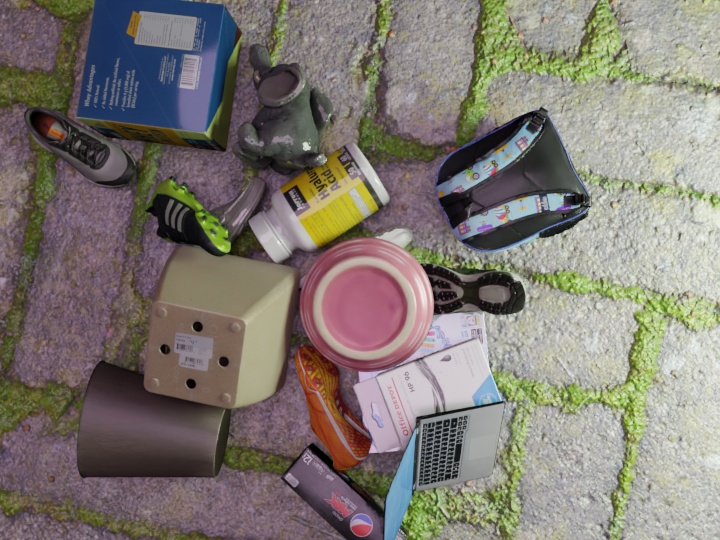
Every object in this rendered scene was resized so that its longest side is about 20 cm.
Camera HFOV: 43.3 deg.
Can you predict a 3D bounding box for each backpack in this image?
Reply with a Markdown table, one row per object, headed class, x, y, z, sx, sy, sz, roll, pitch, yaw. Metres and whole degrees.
| class | x | y | z | sx | sy | sz | roll | pitch | yaw |
| --- | --- | --- | --- | --- | --- | --- | --- | --- | --- |
| backpack | 0.215 | -0.117 | 1.344 | 0.200 | 0.135 | 0.183 | -26 | 84 | 2 |

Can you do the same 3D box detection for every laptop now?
| class | x | y | z | sx | sy | sz | roll | pitch | yaw |
| --- | --- | --- | --- | --- | --- | --- | --- | --- | --- |
| laptop | 0.115 | 0.297 | 1.263 | 0.199 | 0.188 | 0.116 | -9 | 47 | -9 |

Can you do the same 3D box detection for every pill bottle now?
| class | x | y | z | sx | sy | sz | roll | pitch | yaw |
| --- | --- | --- | --- | --- | --- | --- | --- | --- | --- |
| pill bottle | -0.065 | -0.097 | 1.377 | 0.200 | 0.111 | 0.111 | -34 | 84 | 1 |

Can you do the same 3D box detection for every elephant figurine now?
| class | x | y | z | sx | sy | sz | roll | pitch | yaw |
| --- | --- | --- | --- | --- | --- | --- | --- | --- | --- |
| elephant figurine | -0.114 | -0.257 | 1.384 | 0.155 | 0.142 | 0.201 | 17 | 78 | -9 |

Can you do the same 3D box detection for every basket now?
| class | x | y | z | sx | sy | sz | roll | pitch | yaw |
| --- | --- | --- | --- | --- | --- | --- | --- | --- | --- |
| basket | -0.304 | 0.237 | 1.362 | 0.199 | 0.136 | 0.181 | 8 | 99 | 1 |

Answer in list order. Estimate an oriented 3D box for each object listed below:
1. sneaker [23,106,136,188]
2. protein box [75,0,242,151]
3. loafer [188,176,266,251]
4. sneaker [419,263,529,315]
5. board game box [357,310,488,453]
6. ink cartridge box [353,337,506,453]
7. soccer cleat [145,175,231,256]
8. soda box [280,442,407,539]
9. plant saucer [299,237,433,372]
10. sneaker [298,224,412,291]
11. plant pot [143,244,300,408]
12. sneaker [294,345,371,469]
| class | x | y | z | sx | sy | sz | roll | pitch | yaw |
| --- | --- | --- | --- | --- | --- | --- | --- | --- | --- |
| sneaker | -0.447 | -0.194 | 1.432 | 0.200 | 0.079 | 0.074 | 30 | 87 | 5 |
| protein box | -0.305 | -0.303 | 1.400 | 0.199 | 0.135 | 0.199 | 7 | 86 | 5 |
| loafer | -0.219 | -0.068 | 1.408 | 0.070 | 0.070 | 0.200 | 36 | 90 | -2 |
| sneaker | 0.166 | 0.025 | 1.373 | 0.200 | 0.089 | 0.077 | 9 | 104 | 28 |
| board game box | 0.097 | 0.168 | 1.377 | 0.198 | 0.043 | 0.201 | -5 | 85 | 4 |
| ink cartridge box | 0.097 | 0.185 | 1.320 | 0.200 | 0.068 | 0.116 | -21 | 85 | 4 |
| soccer cleat | -0.259 | -0.065 | 1.362 | 0.081 | 0.067 | 0.200 | -53 | 49 | 8 |
| soda box | -0.023 | 0.350 | 1.358 | 0.200 | 0.071 | 0.063 | 42 | 89 | 6 |
| plant saucer | 0.007 | 0.053 | 1.331 | 0.200 | 0.051 | 0.201 | 1 | 95 | 6 |
| sneaker | 0.000 | 0.000 | 1.390 | 0.200 | 0.076 | 0.081 | -31 | 91 | 9 |
| plant pot | -0.214 | 0.095 | 1.314 | 0.199 | 0.177 | 0.201 | 11 | 106 | 6 |
| sneaker | -0.058 | 0.207 | 1.370 | 0.077 | 0.073 | 0.200 | -41 | 64 | 36 |
